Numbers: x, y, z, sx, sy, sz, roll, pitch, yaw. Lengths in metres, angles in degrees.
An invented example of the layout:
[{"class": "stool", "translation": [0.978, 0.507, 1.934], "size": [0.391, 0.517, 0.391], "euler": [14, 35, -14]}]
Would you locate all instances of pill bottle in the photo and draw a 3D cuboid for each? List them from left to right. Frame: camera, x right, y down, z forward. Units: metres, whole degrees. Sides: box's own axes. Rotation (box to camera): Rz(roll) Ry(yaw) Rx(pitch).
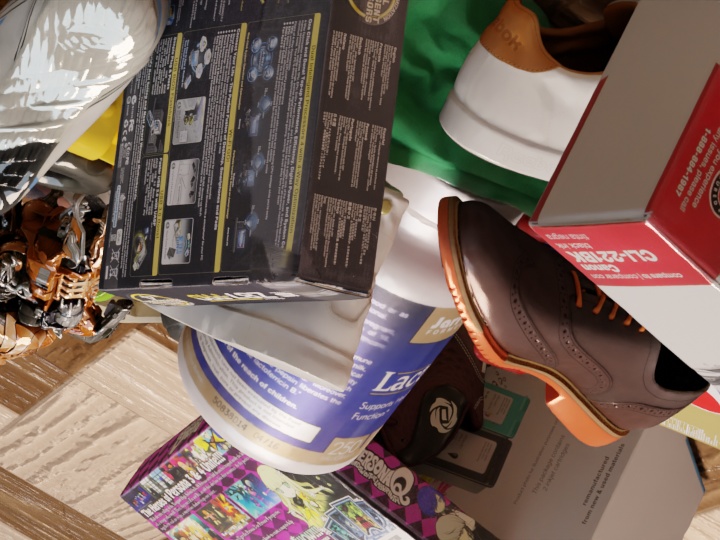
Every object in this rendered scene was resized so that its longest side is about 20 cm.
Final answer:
[{"class": "pill bottle", "translation": [0.000, 0.000, 1.500], "size": [0.115, 0.116, 0.200], "euler": [30, 125, -9]}]

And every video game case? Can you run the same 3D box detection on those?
[{"class": "video game case", "translation": [-0.027, 0.145, 1.685], "size": [0.181, 0.036, 0.200], "euler": [38, 149, -7]}]

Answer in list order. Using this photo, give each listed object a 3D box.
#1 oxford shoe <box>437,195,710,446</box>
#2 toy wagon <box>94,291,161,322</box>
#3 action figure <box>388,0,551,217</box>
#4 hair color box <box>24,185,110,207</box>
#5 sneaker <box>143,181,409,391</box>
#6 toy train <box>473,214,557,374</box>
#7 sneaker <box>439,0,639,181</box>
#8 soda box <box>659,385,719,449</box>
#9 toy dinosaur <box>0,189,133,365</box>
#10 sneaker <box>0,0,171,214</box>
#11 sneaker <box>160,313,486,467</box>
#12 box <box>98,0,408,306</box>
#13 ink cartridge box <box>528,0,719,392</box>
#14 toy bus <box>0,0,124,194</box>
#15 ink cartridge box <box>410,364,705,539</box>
[{"class": "oxford shoe", "translation": [0.101, 0.015, 1.413], "size": [0.072, 0.071, 0.200], "euler": [-18, 146, 25]}, {"class": "toy wagon", "translation": [-0.068, 0.000, 1.720], "size": [0.199, 0.040, 0.155], "euler": [-11, 165, 23]}, {"class": "action figure", "translation": [0.079, -0.069, 1.396], "size": [0.200, 0.118, 0.055], "euler": [28, -172, -29]}, {"class": "hair color box", "translation": [-0.210, -0.095, 1.702], "size": [0.199, 0.064, 0.111], "euler": [16, 158, 29]}, {"class": "sneaker", "translation": [-0.044, -0.018, 1.425], "size": [0.074, 0.116, 0.200], "euler": [25, 176, -35]}, {"class": "toy train", "translation": [0.060, 0.006, 1.616], "size": [0.200, 0.085, 0.116], "euler": [17, 175, 43]}, {"class": "sneaker", "translation": [0.140, -0.070, 1.342], "size": [0.199, 0.085, 0.073], "euler": [15, -158, -24]}, {"class": "soda box", "translation": [0.186, 0.021, 1.495], "size": [0.064, 0.068, 0.200], "euler": [22, 158, 11]}, {"class": "toy dinosaur", "translation": [-0.203, 0.007, 1.648], "size": [0.136, 0.102, 0.200], "euler": [37, 116, -12]}, {"class": "sneaker", "translation": [-0.158, -0.086, 1.393], "size": [0.072, 0.073, 0.200], "euler": [45, 119, -13]}, {"class": "sneaker", "translation": [-0.013, 0.063, 1.657], "size": [0.199, 0.116, 0.076], "euler": [1, 171, -21]}, {"class": "box", "translation": [-0.048, -0.087, 1.344], "size": [0.049, 0.201, 0.161], "euler": [12, 170, -35]}, {"class": "ink cartridge box", "translation": [0.190, -0.023, 1.283], "size": [0.200, 0.145, 0.084], "euler": [39, 157, -28]}, {"class": "toy bus", "translation": [-0.113, -0.091, 1.537], "size": [0.191, 0.136, 0.200], "euler": [21, 167, -33]}, {"class": "ink cartridge box", "translation": [0.077, 0.129, 1.762], "size": [0.199, 0.146, 0.147], "euler": [18, 156, 26]}]
